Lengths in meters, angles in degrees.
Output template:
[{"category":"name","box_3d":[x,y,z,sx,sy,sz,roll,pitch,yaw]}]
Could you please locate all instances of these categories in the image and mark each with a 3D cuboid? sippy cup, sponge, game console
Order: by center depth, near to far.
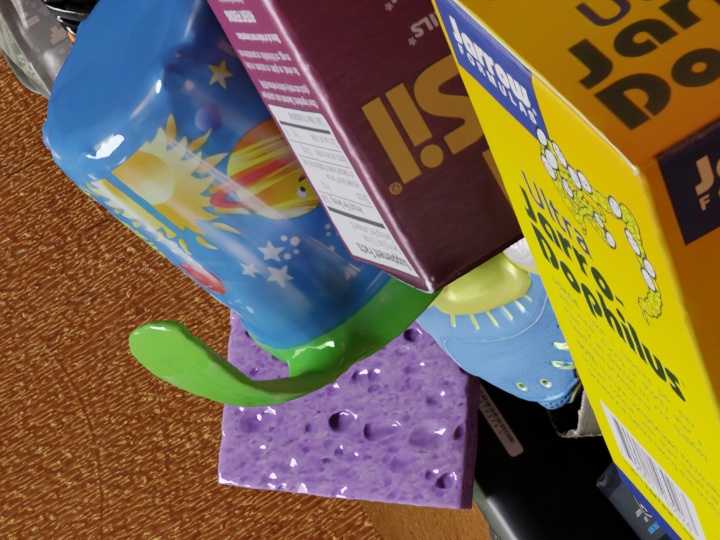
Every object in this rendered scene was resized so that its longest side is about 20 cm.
[{"category":"sippy cup","box_3d":[-0.038,-0.050,0.830,0.130,0.140,0.178,31,-157,-29]},{"category":"sponge","box_3d":[0.000,0.000,0.995,0.030,0.112,0.200,15,-101,-73]},{"category":"game console","box_3d":[0.081,0.065,1.086,0.200,0.176,0.116,56,144,12]}]

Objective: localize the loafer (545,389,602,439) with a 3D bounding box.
[{"category":"loafer","box_3d":[0.086,0.003,0.946,0.075,0.070,0.200,48,168,50]}]

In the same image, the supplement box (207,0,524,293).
[{"category":"supplement box","box_3d":[0.015,-0.112,0.722,0.200,0.131,0.103,59,172,-12]}]

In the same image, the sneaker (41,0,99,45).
[{"category":"sneaker","box_3d":[-0.090,-0.101,0.922,0.070,0.090,0.200,17,-173,17]}]

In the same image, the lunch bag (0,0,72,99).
[{"category":"lunch bag","box_3d":[-0.152,-0.184,1.381,0.118,0.164,0.200,59,173,-24]}]

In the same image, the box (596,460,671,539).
[{"category":"box","box_3d":[0.169,0.118,0.898,0.159,0.046,0.200,51,171,9]}]

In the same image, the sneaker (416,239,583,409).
[{"category":"sneaker","box_3d":[0.081,-0.003,0.854,0.105,0.076,0.200,48,153,-23]}]

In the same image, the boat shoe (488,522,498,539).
[{"category":"boat shoe","box_3d":[0.099,0.127,1.135,0.073,0.065,0.200,41,-155,-23]}]

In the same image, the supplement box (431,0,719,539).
[{"category":"supplement box","box_3d":[0.113,-0.006,0.590,0.110,0.109,0.200,50,169,50]}]
